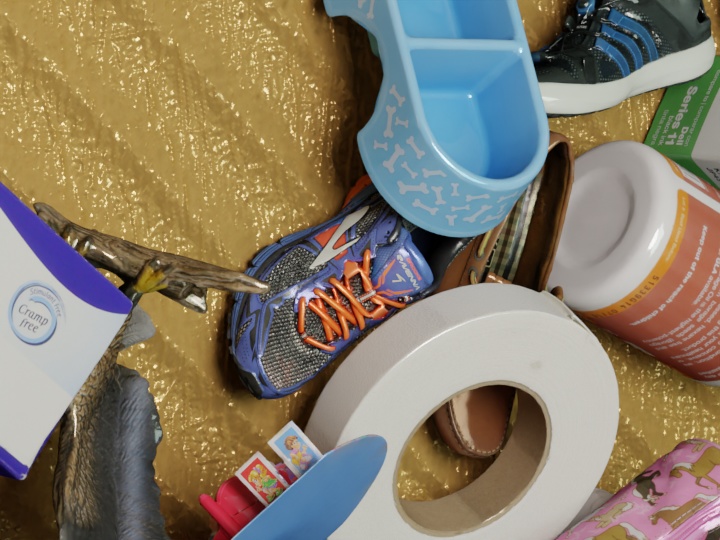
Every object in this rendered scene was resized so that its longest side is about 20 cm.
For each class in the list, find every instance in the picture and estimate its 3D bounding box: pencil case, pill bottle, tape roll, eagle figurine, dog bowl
[{"bbox_3d":[0.154,0.178,1.696,0.200,0.086,0.083,-33,136,-28],"label":"pencil case"},{"bbox_3d":[0.209,0.006,1.786,0.200,0.112,0.112,29,75,-38],"label":"pill bottle"},{"bbox_3d":[0.058,0.101,1.661,0.203,0.037,0.203,-16,125,-24],"label":"tape roll"},{"bbox_3d":[-0.159,0.073,1.455,0.151,0.152,0.200,25,81,-45],"label":"eagle figurine"},{"bbox_3d":[0.047,-0.121,1.631,0.111,0.050,0.200,-1,69,-34],"label":"dog bowl"}]

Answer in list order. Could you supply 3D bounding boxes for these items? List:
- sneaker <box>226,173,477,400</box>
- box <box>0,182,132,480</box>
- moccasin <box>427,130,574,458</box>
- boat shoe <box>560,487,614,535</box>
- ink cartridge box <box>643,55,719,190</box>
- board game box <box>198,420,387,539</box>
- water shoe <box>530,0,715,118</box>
[{"bbox_3d":[0.000,0.000,1.631,0.200,0.078,0.075,-47,120,-28],"label":"sneaker"},{"bbox_3d":[-0.244,-0.003,1.344,0.184,0.200,0.105,44,66,-33],"label":"box"},{"bbox_3d":[0.089,0.014,1.704,0.074,0.078,0.202,18,87,-42],"label":"moccasin"},{"bbox_3d":[0.202,0.191,1.823,0.200,0.066,0.072,38,69,-35],"label":"boat shoe"},{"bbox_3d":[0.302,-0.065,1.802,0.147,0.200,0.083,39,69,-35],"label":"ink cartridge box"},{"bbox_3d":[-0.071,0.147,1.541,0.200,0.039,0.158,-42,165,-7],"label":"board game box"},{"bbox_3d":[0.142,-0.142,1.752,0.200,0.071,0.079,-20,103,-48],"label":"water shoe"}]
